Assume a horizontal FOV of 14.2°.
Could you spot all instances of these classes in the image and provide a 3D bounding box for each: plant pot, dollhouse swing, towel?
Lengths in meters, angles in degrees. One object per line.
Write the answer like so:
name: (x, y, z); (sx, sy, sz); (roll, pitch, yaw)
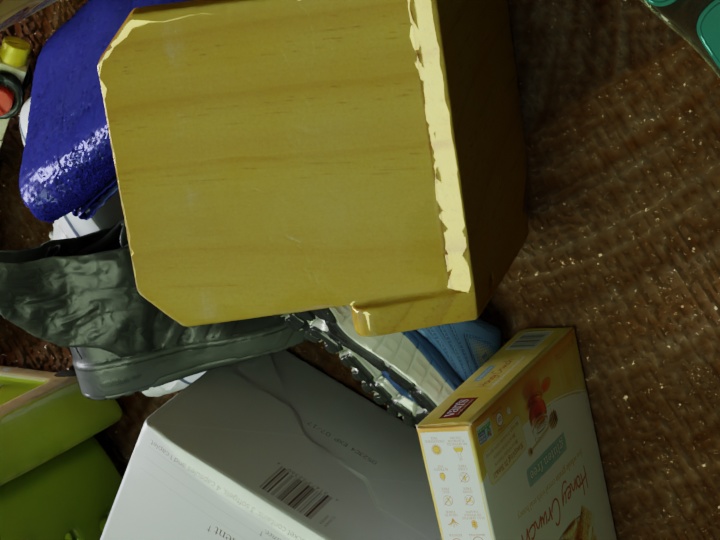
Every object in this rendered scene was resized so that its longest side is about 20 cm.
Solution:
plant pot: (-0.256, 0.161, 1.792); (0.198, 0.200, 0.182); (5, 106, 28)
dollhouse swing: (-0.021, -0.081, 1.536); (0.175, 0.182, 0.201); (-3, 110, 18)
towel: (-0.112, -0.123, 1.630); (0.049, 0.148, 0.200); (32, 132, -29)

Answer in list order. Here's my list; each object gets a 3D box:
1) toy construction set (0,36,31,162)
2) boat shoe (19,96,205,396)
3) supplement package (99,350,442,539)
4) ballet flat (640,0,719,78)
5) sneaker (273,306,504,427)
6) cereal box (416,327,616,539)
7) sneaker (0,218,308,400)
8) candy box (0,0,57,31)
toy construction set: (-0.269, -0.111, 1.739); (0.131, 0.092, 0.200); (20, 131, -7)
boat shoe: (-0.156, -0.012, 1.729); (0.065, 0.074, 0.200); (-26, 96, 31)
supplement package: (-0.047, 0.186, 1.708); (0.191, 0.147, 0.200); (31, 122, 15)
ballet flat: (0.183, -0.149, 1.482); (0.070, 0.065, 0.200); (-37, 88, 36)
sneaker: (0.000, 0.000, 1.637); (0.200, 0.089, 0.079); (43, 156, -12)
cereal box: (0.096, 0.150, 1.613); (0.039, 0.144, 0.201); (-4, 110, 30)
sneaker: (-0.112, 0.008, 1.667); (0.199, 0.060, 0.105); (-18, 107, -4)
candy box: (-0.215, -0.192, 1.607); (0.055, 0.200, 0.116); (-31, 94, 36)
